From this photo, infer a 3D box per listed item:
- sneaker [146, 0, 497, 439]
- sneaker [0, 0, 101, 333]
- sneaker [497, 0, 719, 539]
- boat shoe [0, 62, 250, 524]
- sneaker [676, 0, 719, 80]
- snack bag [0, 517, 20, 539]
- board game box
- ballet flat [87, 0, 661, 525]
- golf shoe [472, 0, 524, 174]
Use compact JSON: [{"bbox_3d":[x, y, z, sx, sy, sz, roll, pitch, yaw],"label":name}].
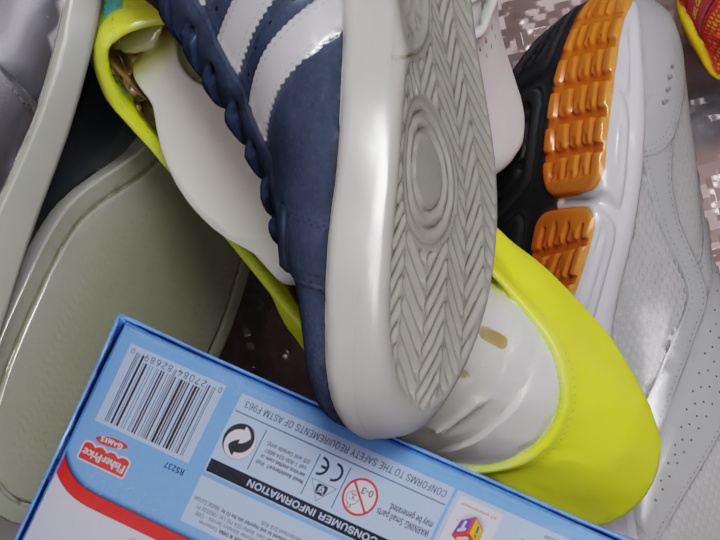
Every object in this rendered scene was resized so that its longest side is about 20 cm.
[{"bbox_3d":[-0.020,-0.056,0.694,0.084,0.075,0.201,-8,72,19],"label":"sneaker"},{"bbox_3d":[-0.132,-0.045,0.731,0.106,0.075,0.201,15,86,-28],"label":"sneaker"},{"bbox_3d":[0.084,0.021,0.860,0.092,0.076,0.201,5,87,-27],"label":"sneaker"},{"bbox_3d":[-0.071,-0.021,0.812,0.074,0.066,0.200,44,59,-43],"label":"boat shoe"},{"bbox_3d":[0.178,-0.110,0.869,0.199,0.077,0.073,-15,72,-21],"label":"sneaker"},{"bbox_3d":[-0.099,0.154,0.779,0.021,0.188,0.201,16,88,-34],"label":"snack bag"},{"bbox_3d":[-0.032,0.130,0.678,0.151,0.037,0.201,22,82,25],"label":"board game box"},{"bbox_3d":[0.000,0.000,0.760,0.067,0.067,0.200,-38,99,20],"label":"ballet flat"},{"bbox_3d":[0.014,-0.101,0.784,0.091,0.076,0.200,-9,131,24],"label":"golf shoe"}]
